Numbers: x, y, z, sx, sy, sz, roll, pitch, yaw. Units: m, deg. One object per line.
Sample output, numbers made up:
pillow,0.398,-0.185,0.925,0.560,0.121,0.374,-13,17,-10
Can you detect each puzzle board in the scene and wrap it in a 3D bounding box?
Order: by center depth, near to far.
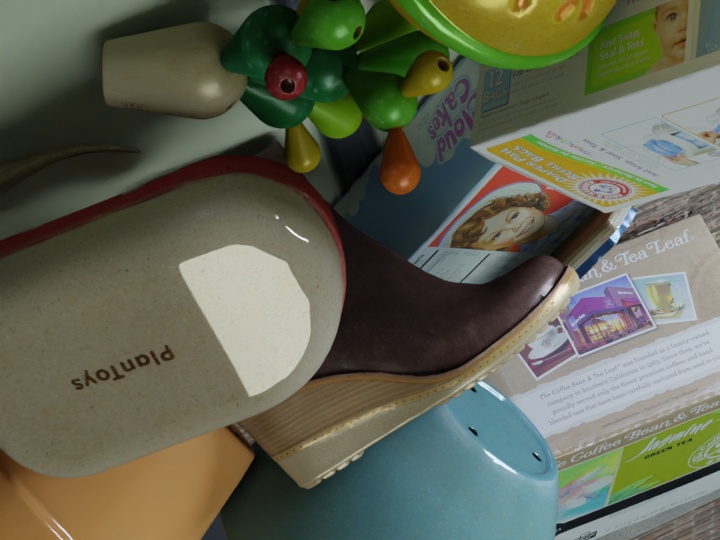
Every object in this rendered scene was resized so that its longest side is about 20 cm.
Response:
puzzle board,0.120,-0.007,1.166,0.200,0.017,0.151,-47,-177,42

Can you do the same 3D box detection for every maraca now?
maraca,0.043,-0.161,0.834,0.199,0.139,0.107,10,164,-38

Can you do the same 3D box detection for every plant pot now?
plant pot,-0.152,0.099,1.060,0.140,0.200,0.200,-41,152,-3
plant pot,0.037,0.135,1.105,0.135,0.201,0.199,-49,146,19

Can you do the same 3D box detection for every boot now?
boot,0.000,0.000,1.027,0.199,0.167,0.072,-32,179,-6

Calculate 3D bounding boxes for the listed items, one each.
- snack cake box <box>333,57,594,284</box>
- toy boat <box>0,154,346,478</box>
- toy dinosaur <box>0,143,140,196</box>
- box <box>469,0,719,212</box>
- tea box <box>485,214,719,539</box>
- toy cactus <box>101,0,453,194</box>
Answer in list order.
snack cake box,0.072,-0.049,1.103,0.114,0.068,0.200,3,141,-42
toy boat,-0.104,0.006,0.944,0.198,0.131,0.131,-20,124,11
toy dinosaur,-0.208,-0.025,0.937,0.199,0.058,0.101,-37,176,0
box,0.157,-0.112,0.919,0.101,0.114,0.199,21,156,-34
tea box,0.167,0.091,1.350,0.198,0.134,0.197,-20,152,-10
toy cactus,-0.039,-0.087,0.912,0.163,0.103,0.200,-1,-178,1
